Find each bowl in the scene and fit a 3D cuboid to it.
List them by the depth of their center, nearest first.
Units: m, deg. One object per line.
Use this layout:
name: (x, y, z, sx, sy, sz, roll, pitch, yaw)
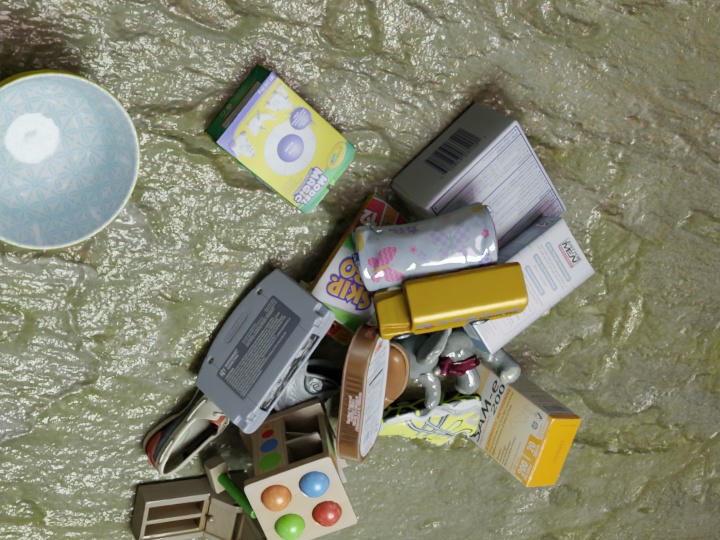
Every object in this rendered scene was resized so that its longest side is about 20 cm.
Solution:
bowl: (-0.359, -0.136, 1.124, 0.199, 0.108, 0.201, -15, 121, -26)

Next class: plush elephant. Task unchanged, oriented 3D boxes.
plush elephant: (0.118, 0.133, 1.534, 0.155, 0.164, 0.201, -35, 100, -28)

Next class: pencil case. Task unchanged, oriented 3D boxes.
pencil case: (0.088, -0.032, 1.364, 0.198, 0.083, 0.091, -11, 79, 4)

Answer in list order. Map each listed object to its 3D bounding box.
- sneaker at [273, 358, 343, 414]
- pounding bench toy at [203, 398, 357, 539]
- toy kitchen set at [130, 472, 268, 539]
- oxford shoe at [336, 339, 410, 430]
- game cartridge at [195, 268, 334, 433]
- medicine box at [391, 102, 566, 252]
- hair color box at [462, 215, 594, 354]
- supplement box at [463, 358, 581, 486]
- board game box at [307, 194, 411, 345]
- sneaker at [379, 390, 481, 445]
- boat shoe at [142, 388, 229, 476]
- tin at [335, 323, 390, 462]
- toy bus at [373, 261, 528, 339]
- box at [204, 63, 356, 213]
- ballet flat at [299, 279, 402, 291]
sneaker: (-0.057, 0.202, 1.487, 0.115, 0.075, 0.200, -25, 128, 10)
pounding bench toy: (-0.122, 0.303, 1.406, 0.199, 0.156, 0.125, -20, 118, 2)
toy kitchen set: (-0.216, 0.426, 1.443, 0.179, 0.200, 0.164, -1, 118, -31)
oxford shoe: (0.017, 0.185, 1.501, 0.071, 0.071, 0.201, -41, 162, -49)
game cartridge: (-0.135, 0.104, 1.370, 0.201, 0.133, 0.041, -54, 140, 2)
medicine box: (0.177, -0.107, 1.478, 0.182, 0.103, 0.200, -43, 129, -5)
hair color box: (0.229, 0.019, 1.451, 0.200, 0.061, 0.099, -37, 105, -10)
supplement box: (0.250, 0.246, 1.642, 0.073, 0.200, 0.127, 5, 110, -37)
board game box: (0.000, 0.000, 1.422, 0.095, 0.030, 0.201, 37, 79, -17)
sneaker: (0.106, 0.247, 1.614, 0.199, 0.075, 0.077, -7, 99, -15)
boat shoe: (-0.218, 0.209, 1.419, 0.200, 0.063, 0.071, -40, 126, -10)
tin: (0.005, 0.174, 1.408, 0.112, 0.042, 0.201, -48, 146, -66)
toy bus: (0.119, 0.042, 1.353, 0.198, 0.066, 0.078, -10, 166, -4)
box: (-0.094, -0.162, 1.317, 0.118, 0.048, 0.200, -52, 131, 1)
ballet flat: (-0.006, 0.030, 1.464, 0.199, 0.069, 0.070, -5, 116, -29)
